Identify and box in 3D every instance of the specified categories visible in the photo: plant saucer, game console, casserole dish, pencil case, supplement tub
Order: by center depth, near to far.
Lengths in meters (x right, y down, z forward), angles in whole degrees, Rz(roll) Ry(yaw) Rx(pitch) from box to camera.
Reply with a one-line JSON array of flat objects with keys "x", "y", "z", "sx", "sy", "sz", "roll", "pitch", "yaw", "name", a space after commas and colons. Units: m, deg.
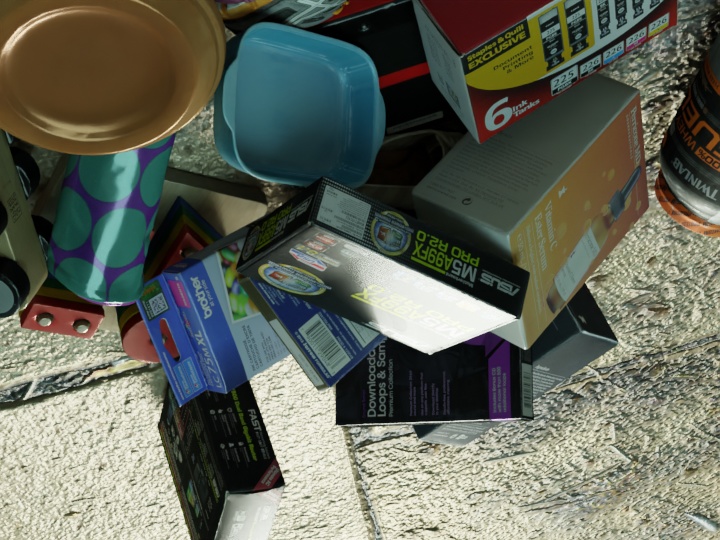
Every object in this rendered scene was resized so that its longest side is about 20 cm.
[{"x": -0.195, "y": -0.150, "z": 1.087, "sx": 0.198, "sy": 0.038, "sz": 0.201, "roll": -4, "pitch": 140, "yaw": -4, "name": "plant saucer"}, {"x": -0.053, "y": -0.128, "z": 1.208, "sx": 0.039, "sy": 0.122, "sz": 0.199, "roll": 2, "pitch": 179, "yaw": 37, "name": "casserole dish"}, {"x": -0.196, "y": -0.078, "z": 1.229, "sx": 0.084, "sy": 0.092, "sz": 0.202, "roll": 21, "pitch": 108, "yaw": 11, "name": "pencil case"}, {"x": 0.034, "y": -0.182, "z": 1.305, "sx": 0.198, "sy": 0.031, "sz": 0.177, "roll": -17, "pitch": 146, "yaw": 0, "name": "game console"}, {"x": 0.354, "y": -0.134, "z": 1.400, "sx": 0.121, "sy": 0.123, "sz": 0.201, "roll": 0, "pitch": 136, "yaw": -21, "name": "supplement tub"}]

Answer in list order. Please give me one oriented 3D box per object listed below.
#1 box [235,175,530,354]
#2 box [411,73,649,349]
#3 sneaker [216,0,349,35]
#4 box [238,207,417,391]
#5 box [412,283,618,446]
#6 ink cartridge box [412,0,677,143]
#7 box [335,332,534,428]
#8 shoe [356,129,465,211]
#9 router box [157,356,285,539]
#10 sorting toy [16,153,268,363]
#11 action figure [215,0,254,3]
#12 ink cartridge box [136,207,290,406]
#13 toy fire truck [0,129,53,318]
[{"x": 0.017, "y": 0.001, "z": 1.259, "sx": 0.199, "sy": 0.045, "sz": 0.160, "roll": 24, "pitch": 156, "yaw": -20, "name": "box"}, {"x": 0.155, "y": -0.062, "z": 1.339, "sx": 0.200, "sy": 0.106, "sz": 0.153, "roll": -46, "pitch": 143, "yaw": -24, "name": "box"}, {"x": -0.026, "y": -0.238, "z": 1.185, "sx": 0.198, "sy": 0.079, "sz": 0.077, "roll": -19, "pitch": 147, "yaw": 13, "name": "sneaker"}, {"x": 0.000, "y": 0.000, "z": 1.360, "sx": 0.200, "sy": 0.122, "sz": 0.032, "roll": -40, "pitch": -173, "yaw": -27, "name": "box"}, {"x": 0.124, "y": 0.057, "z": 1.494, "sx": 0.199, "sy": 0.149, "sz": 0.107, "roll": -35, "pitch": 156, "yaw": 21, "name": "box"}, {"x": 0.146, "y": -0.221, "z": 1.198, "sx": 0.199, "sy": 0.084, "sz": 0.176, "roll": -32, "pitch": 152, "yaw": -4, "name": "ink cartridge box"}, {"x": 0.067, "y": 0.075, "z": 1.441, "sx": 0.198, "sy": 0.144, "sz": 0.036, "roll": -6, "pitch": 168, "yaw": 29, "name": "box"}, {"x": 0.047, "y": -0.088, "z": 1.356, "sx": 0.198, "sy": 0.071, "sz": 0.053, "roll": -8, "pitch": 172, "yaw": -28, "name": "shoe"}, {"x": -0.142, "y": 0.184, "z": 1.512, "sx": 0.062, "sy": 0.201, "sz": 0.150, "roll": -4, "pitch": 139, "yaw": -23, "name": "router box"}, {"x": -0.208, "y": 0.000, "z": 1.384, "sx": 0.197, "sy": 0.070, "sz": 0.200, "roll": 12, "pitch": 131, "yaw": -31, "name": "sorting toy"}, {"x": -0.132, "y": -0.222, "z": 1.095, "sx": 0.198, "sy": 0.150, "sz": 0.134, "roll": 4, "pitch": 162, "yaw": 16, "name": "action figure"}, {"x": -0.096, "y": 0.026, "z": 1.351, "sx": 0.199, "sy": 0.042, "sz": 0.120, "roll": -29, "pitch": 109, "yaw": -30, "name": "ink cartridge box"}, {"x": -0.373, "y": -0.041, "z": 1.240, "sx": 0.198, "sy": 0.129, "sz": 0.177, "roll": -3, "pitch": 122, "yaw": 15, "name": "toy fire truck"}]
